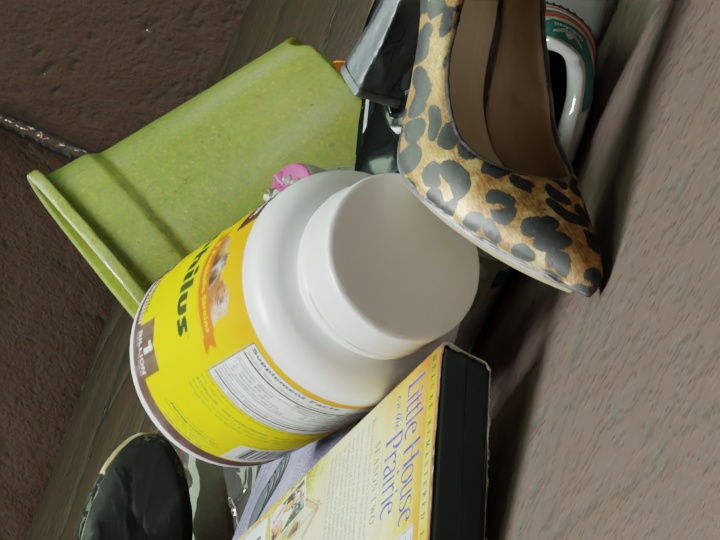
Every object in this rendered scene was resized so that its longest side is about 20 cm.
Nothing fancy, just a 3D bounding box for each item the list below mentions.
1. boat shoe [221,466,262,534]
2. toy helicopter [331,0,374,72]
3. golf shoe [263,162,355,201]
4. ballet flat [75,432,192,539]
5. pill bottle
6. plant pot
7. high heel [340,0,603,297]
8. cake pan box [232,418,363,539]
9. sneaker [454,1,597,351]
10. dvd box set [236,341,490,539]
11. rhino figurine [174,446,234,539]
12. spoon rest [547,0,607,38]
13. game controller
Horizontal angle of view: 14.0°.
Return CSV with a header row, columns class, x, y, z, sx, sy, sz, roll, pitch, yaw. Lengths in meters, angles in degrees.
class,x,y,z,sx,sy,sz,roll,pitch,yaw
boat shoe,-0.048,0.079,1.610,0.057,0.067,0.201,6,91,37
toy helicopter,0.047,-0.169,1.854,0.133,0.079,0.200,-60,20,-3
golf shoe,-0.011,0.035,1.683,0.075,0.091,0.201,38,128,54
ballet flat,-0.133,0.190,1.630,0.057,0.066,0.201,173,104,-78
pill bottle,-0.025,0.020,1.365,0.200,0.109,0.110,-31,35,58
plant pot,-0.069,-0.036,1.773,0.184,0.201,0.200,-39,6,-5
high heel,0.071,-0.093,1.269,0.200,0.071,0.143,51,121,40
cake pan box,-0.039,0.176,1.461,0.184,0.052,0.201,143,150,-71
sneaker,0.054,-0.035,1.403,0.200,0.070,0.093,-63,2,7
dvd box set,-0.012,0.142,1.292,0.200,0.029,0.147,-46,27,38
rhino figurine,-0.081,0.177,1.670,0.088,0.059,0.201,118,154,-61
spoon rest,0.111,-0.170,1.378,0.200,0.099,0.061,102,-174,-76
game controller,0.026,-0.101,1.448,0.200,0.042,0.105,-84,11,-53
